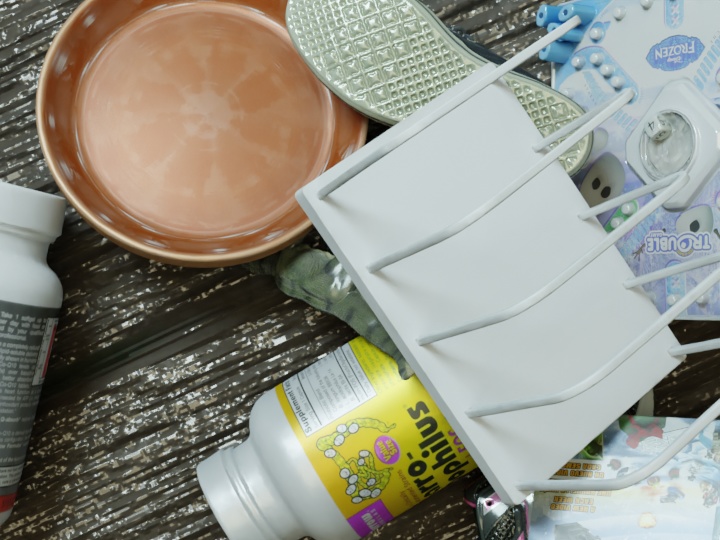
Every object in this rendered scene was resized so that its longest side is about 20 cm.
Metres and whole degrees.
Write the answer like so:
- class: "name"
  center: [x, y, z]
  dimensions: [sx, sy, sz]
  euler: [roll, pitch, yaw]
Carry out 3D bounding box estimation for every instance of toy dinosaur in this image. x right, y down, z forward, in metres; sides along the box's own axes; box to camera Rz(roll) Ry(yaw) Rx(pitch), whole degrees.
- class: "toy dinosaur"
  center: [0.000, 0.000, 0.736]
  dimensions: [0.088, 0.200, 0.048]
  euler: [-36, 131, -18]

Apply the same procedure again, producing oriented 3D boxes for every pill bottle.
- class: "pill bottle"
  center: [-0.242, 0.044, 0.730]
  dimensions: [0.116, 0.116, 0.200]
  euler: [14, 88, 0]
- class: "pill bottle"
  center: [0.006, 0.095, 0.737]
  dimensions: [0.200, 0.104, 0.104]
  euler: [-32, 89, -1]

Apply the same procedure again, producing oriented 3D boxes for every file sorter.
- class: "file sorter"
  center: [0.094, -0.006, 0.618]
  dimensions: [0.139, 0.125, 0.200]
  euler: [-36, 93, -23]

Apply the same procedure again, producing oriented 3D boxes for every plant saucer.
- class: "plant saucer"
  center: [-0.095, -0.097, 0.756]
  dimensions: [0.200, 0.032, 0.201]
  euler: [2, 73, -6]

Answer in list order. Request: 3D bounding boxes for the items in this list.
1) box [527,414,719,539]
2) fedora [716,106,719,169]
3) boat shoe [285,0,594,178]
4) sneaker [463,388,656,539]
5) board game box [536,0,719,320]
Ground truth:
- class: "box"
  center: [0.189, 0.149, 0.652]
  dimensions: [0.200, 0.040, 0.137]
  euler: [1, 64, 22]
- class: "fedora"
  center: [0.260, -0.073, 0.706]
  dimensions: [0.200, 0.092, 0.201]
  euler: [11, 108, 39]
- class: "boat shoe"
  center: [0.045, -0.112, 0.733]
  dimensions: [0.200, 0.062, 0.075]
  euler: [29, 96, 4]
- class: "sneaker"
  center: [0.110, 0.138, 0.751]
  dimensions: [0.086, 0.080, 0.200]
  euler: [25, 88, 2]
- class: "board game box"
  center: [0.176, -0.072, 0.707]
  dimensions: [0.026, 0.200, 0.200]
  euler: [1, 88, -37]
